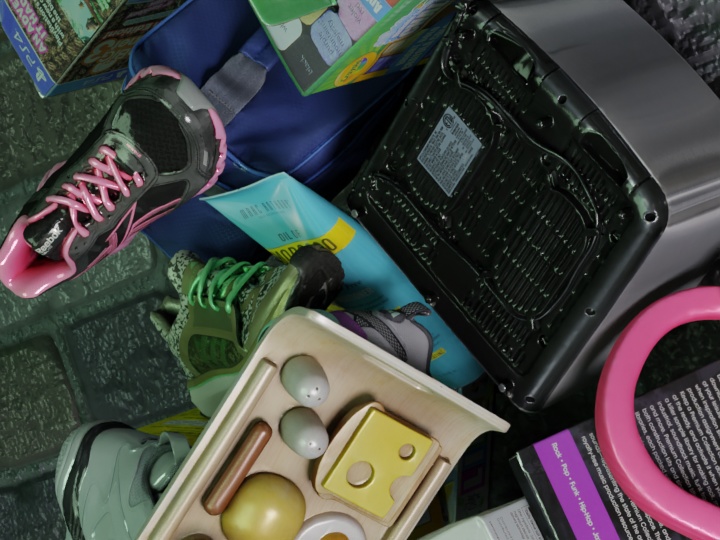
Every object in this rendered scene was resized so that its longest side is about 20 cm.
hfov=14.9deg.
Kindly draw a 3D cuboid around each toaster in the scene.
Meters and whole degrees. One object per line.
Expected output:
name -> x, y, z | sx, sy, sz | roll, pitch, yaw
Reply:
toaster -> 0.109, -0.054, 1.552 | 0.181, 0.119, 0.200 | 49, 132, 21

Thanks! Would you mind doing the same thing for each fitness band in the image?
fitness band -> 0.226, 0.088, 1.498 | 0.200, 0.144, 0.037 | 24, 167, -1

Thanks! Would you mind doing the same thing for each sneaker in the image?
sneaker -> -0.113, 0.183, 1.581 | 0.115, 0.075, 0.201 | -8, 94, 55
sneaker -> -0.152, -0.043, 1.604 | 0.079, 0.095, 0.200 | 47, 137, 0
sneaker -> 0.005, 0.110, 1.596 | 0.078, 0.140, 0.200 | 44, 133, 45
sneaker -> -0.079, 0.022, 1.635 | 0.089, 0.077, 0.200 | 43, 148, -1

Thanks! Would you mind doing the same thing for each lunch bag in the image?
lunch bag -> -0.060, -0.107, 1.700 | 0.136, 0.200, 0.132 | 39, 141, 6

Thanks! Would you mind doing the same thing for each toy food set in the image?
toy food set -> -0.025, 0.134, 1.504 | 0.200, 0.143, 0.060 | -57, 26, 7

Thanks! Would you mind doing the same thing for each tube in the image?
tube -> 0.000, 0.000, 1.637 | 0.077, 0.200, 0.050 | -19, 45, 43

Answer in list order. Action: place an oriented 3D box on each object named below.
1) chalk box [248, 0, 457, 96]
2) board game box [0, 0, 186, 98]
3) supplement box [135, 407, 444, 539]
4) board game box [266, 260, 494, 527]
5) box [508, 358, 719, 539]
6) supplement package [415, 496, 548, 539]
chalk box -> 0.009, -0.190, 1.597 | 0.124, 0.200, 0.125 | -39, 75, 44
board game box -> -0.169, -0.240, 1.831 | 0.200, 0.097, 0.160 | -43, 72, 44
supplement box -> -0.058, 0.138, 1.719 | 0.109, 0.200, 0.109 | 0, 103, 46
board game box -> 0.001, 0.084, 1.813 | 0.200, 0.034, 0.135 | 19, 116, 40
box -> 0.201, 0.127, 1.524 | 0.036, 0.200, 0.143 | 120, 126, -78
supplement package -> 0.106, 0.209, 1.630 | 0.191, 0.200, 0.147 | -31, 80, 45
